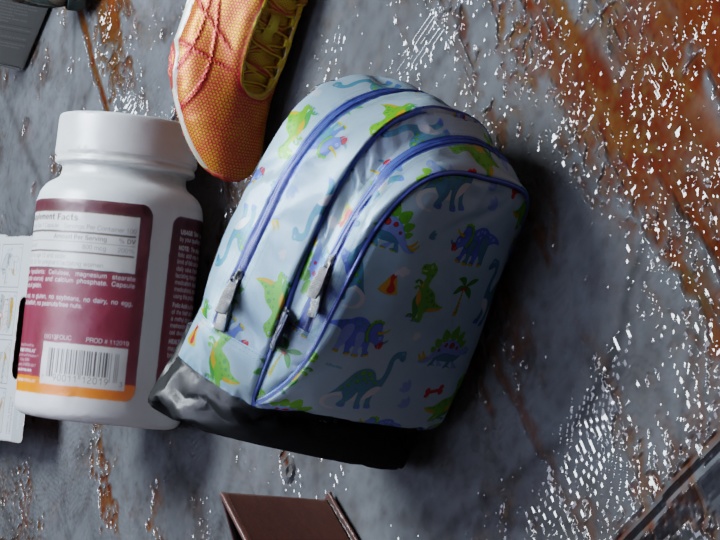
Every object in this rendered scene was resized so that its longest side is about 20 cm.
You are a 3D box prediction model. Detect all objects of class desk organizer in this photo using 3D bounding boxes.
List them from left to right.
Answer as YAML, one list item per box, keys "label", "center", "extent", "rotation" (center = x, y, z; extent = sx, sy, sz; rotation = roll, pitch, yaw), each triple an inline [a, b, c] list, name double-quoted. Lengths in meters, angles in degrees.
- label: "desk organizer"
  center: [-0.022, 0.210, 1.066]
  extent: [0.200, 0.076, 0.072]
  rotation: [55, 128, 47]

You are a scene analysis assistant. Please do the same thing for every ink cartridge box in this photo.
- label: "ink cartridge box"
  center: [-0.290, 0.054, 1.560]
  extent: [0.199, 0.057, 0.165]
  rotation: [1, 84, 49]

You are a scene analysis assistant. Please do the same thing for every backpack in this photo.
- label: "backpack"
  center: [0.000, 0.000, 1.024]
  extent: [0.153, 0.162, 0.202]
  rotation: [13, 88, 49]

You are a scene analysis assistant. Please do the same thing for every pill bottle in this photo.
- label: "pill bottle"
  center: [-0.165, 0.000, 1.303]
  extent: [0.114, 0.113, 0.202]
  rotation: [1, 84, 57]

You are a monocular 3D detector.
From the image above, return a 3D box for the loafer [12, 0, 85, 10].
- label: "loafer"
  center: [-0.239, -0.289, 1.473]
  extent: [0.072, 0.062, 0.202]
  rotation: [-110, 20, -56]

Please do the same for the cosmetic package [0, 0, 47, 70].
- label: "cosmetic package"
  center: [-0.288, -0.279, 1.587]
  extent: [0.201, 0.089, 0.107]
  rotation: [-56, 40, 30]

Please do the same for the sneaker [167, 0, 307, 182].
- label: "sneaker"
  center: [-0.072, -0.157, 1.235]
  extent: [0.077, 0.073, 0.202]
  rotation: [5, 90, 48]
